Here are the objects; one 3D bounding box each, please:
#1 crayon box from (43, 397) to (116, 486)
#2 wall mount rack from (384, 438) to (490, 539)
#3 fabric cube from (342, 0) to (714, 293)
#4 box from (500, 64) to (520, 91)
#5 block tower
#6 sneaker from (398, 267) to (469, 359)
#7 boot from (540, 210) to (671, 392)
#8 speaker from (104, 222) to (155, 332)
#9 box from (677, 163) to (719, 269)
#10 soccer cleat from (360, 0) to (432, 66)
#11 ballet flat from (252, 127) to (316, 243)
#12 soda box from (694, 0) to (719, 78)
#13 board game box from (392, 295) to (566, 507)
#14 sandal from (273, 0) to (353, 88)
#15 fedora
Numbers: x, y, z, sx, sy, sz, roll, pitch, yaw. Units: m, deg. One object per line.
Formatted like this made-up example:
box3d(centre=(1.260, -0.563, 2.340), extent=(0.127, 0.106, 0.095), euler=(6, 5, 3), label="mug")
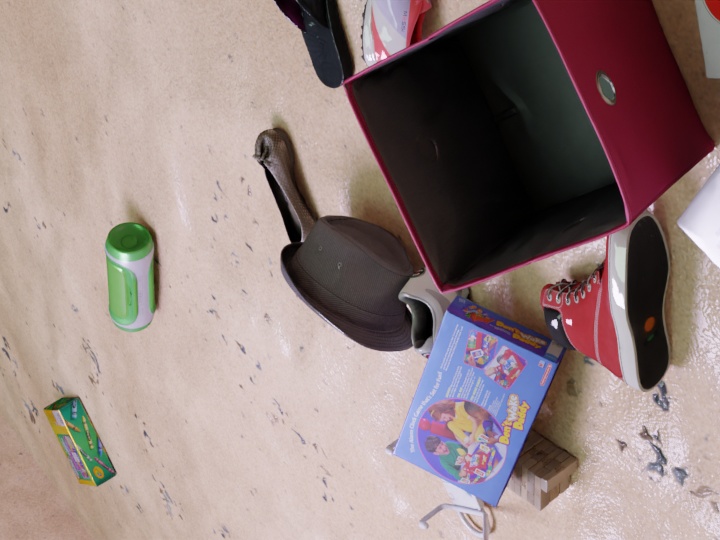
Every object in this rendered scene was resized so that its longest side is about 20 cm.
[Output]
box3d(centre=(-0.645, 0.393, 2.801), extent=(0.118, 0.058, 0.202), euler=(-9, 108, 58), label="crayon box")
box3d(centre=(0.113, 0.275, 1.556), extent=(0.173, 0.074, 0.202), euler=(-5, 112, 60), label="wall mount rack")
box3d(centre=(0.145, -0.128, 1.013), extent=(0.199, 0.199, 0.198), euler=(-21, 98, 40), label="fabric cube")
box3d(centre=(0.117, -0.153, 1.224), extent=(0.082, 0.049, 0.201), euler=(47, 147, 21), label="box")
box3d(centre=(0.164, 0.205, 1.449), extent=(0.199, 0.054, 0.058), euler=(32, 140, 40), label="block tower")
box3d(centre=(0.104, 0.093, 1.415), extent=(0.074, 0.088, 0.202), euler=(-22, 98, 58), label="sneaker")
box3d(centre=(0.225, 0.011, 1.184), extent=(0.144, 0.072, 0.202), euler=(30, 141, 43), label="boot")
box3d(centre=(-0.392, 0.013, 2.086), extent=(0.088, 0.088, 0.201), euler=(42, 145, 27), label="speaker")
box3d(centre=(0.368, -0.039, 0.894), extent=(0.200, 0.104, 0.185), euler=(50, 148, 18), label="box")
box3d(centre=(0.039, -0.295, 1.224), extent=(0.072, 0.068, 0.202), euler=(13, 125, 21), label="soccer cleat")
box3d(centre=(-0.096, -0.087, 1.599), extent=(0.067, 0.046, 0.202), euler=(12, 125, 53), label="ballet flat")
box3d(centre=(0.282, -0.244, 0.891), extent=(0.068, 0.063, 0.202), euler=(14, 125, 51), label="soda box")
box3d(centre=(0.129, 0.146, 1.353), extent=(0.133, 0.045, 0.202), euler=(25, 119, 12), label="board game box")
box3d(centre=(-0.063, -0.299, 1.373), extent=(0.075, 0.048, 0.202), euler=(2, 117, 55), label="sandal")
box3d(centre=(0.000, 0.000, 1.454), extent=(0.200, 0.176, 0.091), euler=(44, 117, 35), label="fedora")
